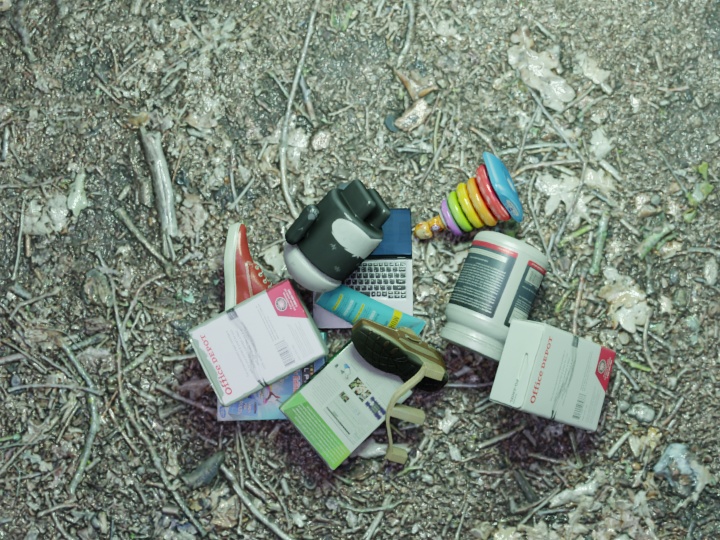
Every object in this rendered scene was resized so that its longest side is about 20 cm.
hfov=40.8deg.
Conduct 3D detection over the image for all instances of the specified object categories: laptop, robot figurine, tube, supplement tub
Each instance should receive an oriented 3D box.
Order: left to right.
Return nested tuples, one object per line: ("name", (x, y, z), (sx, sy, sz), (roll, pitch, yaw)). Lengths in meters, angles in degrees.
("robot figurine", (-0.042, -0.057, 1.625), (0.150, 0.125, 0.200), (40, 108, -10))
("laptop", (0.000, 0.000, 1.716), (0.184, 0.116, 0.203), (-1, 84, 4))
("tube", (0.014, 0.080, 1.722), (0.198, 0.051, 0.078), (28, 110, -13))
("supplement tub", (0.231, 0.046, 1.683), (0.139, 0.140, 0.202), (23, 86, 6))

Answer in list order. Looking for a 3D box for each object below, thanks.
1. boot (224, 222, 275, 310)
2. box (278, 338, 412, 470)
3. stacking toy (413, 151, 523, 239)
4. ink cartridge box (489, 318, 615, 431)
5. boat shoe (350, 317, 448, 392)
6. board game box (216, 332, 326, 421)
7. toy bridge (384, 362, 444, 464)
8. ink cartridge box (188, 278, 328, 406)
("boot", (-0.173, 0.013, 1.752), (0.142, 0.072, 0.203), (-2, 92, 3))
("box", (-0.026, 0.228, 1.702), (0.200, 0.036, 0.145), (-42, 94, -16))
("stacking toy", (0.182, -0.107, 1.728), (0.198, 0.116, 0.111), (-27, 45, 18))
("ink cartridge box", (0.327, 0.178, 1.639), (0.198, 0.083, 0.147), (20, 85, -36))
("boat shoe", (0.070, 0.139, 1.697), (0.199, 0.074, 0.076), (34, 130, -22))
("board game box", (-0.159, 0.191, 1.742), (0.197, 0.047, 0.153), (-3, 84, 4))
("toy bridge", (0.079, 0.248, 1.683), (0.066, 0.027, 0.202), (17, 111, -11))
("ink cartridge box", (-0.175, 0.125, 1.672), (0.198, 0.083, 0.147), (-27, 88, 1))
